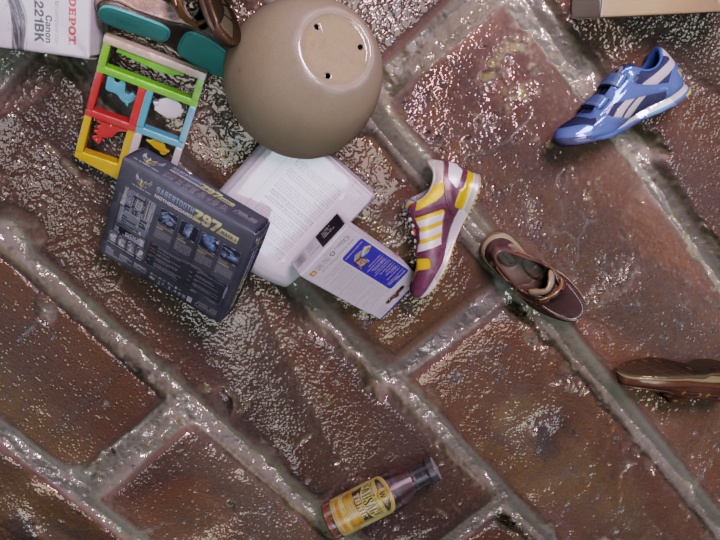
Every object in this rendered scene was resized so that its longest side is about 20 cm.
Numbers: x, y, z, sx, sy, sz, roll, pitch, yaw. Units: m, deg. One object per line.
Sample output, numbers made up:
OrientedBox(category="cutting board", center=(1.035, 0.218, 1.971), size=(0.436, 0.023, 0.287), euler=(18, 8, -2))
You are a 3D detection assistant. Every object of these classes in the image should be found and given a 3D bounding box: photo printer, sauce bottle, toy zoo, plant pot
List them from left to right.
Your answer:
OrientedBox(category="toy zoo", center=(-0.293, -0.191, 0.923), size=(0.131, 0.020, 0.200), euler=(19, 116, -16))
OrientedBox(category="photo printer", center=(-0.105, -0.086, 0.972), size=(0.166, 0.069, 0.200), euler=(40, 101, -17))
OrientedBox(category="plant pot", center=(-0.053, -0.246, 0.848), size=(0.200, 0.134, 0.201), euler=(1, 87, -23))
OrientedBox(category="sauce bottle", center=(0.035, 0.365, 1.148), size=(0.200, 0.066, 0.066), euler=(-30, 109, 3))

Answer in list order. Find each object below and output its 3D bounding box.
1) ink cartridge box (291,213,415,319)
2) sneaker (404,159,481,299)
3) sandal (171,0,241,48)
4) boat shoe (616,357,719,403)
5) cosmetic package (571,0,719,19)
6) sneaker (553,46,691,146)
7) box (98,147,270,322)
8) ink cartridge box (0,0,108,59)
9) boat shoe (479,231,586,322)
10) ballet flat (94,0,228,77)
OrientedBox(category="ink cartridge box", center=(0.000, 0.000, 1.004), size=(0.095, 0.037, 0.200), euler=(-46, 137, 10))
OrientedBox(category="sneaker", center=(0.095, -0.059, 1.007), size=(0.090, 0.075, 0.200), euler=(21, 99, -4))
OrientedBox(category="sandal", center=(-0.198, -0.326, 0.829), size=(0.055, 0.082, 0.200), euler=(-35, 66, 8))
OrientedBox(category="boat shoe", center=(0.505, 0.183, 1.128), size=(0.200, 0.072, 0.068), euler=(2, 107, -10))
OrientedBox(category="cosmetic package", center=(0.386, -0.366, 0.908), size=(0.200, 0.105, 0.071), euler=(-4, 110, -3))
OrientedBox(category="sneaker", center=(0.349, -0.235, 0.969), size=(0.200, 0.074, 0.082), euler=(-29, 108, -4))
OrientedBox(category="box", center=(-0.236, -0.045, 0.933), size=(0.200, 0.051, 0.158), euler=(29, 122, 3))
OrientedBox(category="ink cartridge box", center=(-0.412, -0.340, 0.843), size=(0.200, 0.084, 0.144), euler=(5, 109, -9))
OrientedBox(category="boat shoe", center=(0.264, 0.020, 1.046), size=(0.200, 0.072, 0.072), euler=(39, 101, -17))
OrientedBox(category="ballet flat", center=(-0.224, -0.309, 0.879), size=(0.200, 0.068, 0.067), euler=(21, 64, -32))
